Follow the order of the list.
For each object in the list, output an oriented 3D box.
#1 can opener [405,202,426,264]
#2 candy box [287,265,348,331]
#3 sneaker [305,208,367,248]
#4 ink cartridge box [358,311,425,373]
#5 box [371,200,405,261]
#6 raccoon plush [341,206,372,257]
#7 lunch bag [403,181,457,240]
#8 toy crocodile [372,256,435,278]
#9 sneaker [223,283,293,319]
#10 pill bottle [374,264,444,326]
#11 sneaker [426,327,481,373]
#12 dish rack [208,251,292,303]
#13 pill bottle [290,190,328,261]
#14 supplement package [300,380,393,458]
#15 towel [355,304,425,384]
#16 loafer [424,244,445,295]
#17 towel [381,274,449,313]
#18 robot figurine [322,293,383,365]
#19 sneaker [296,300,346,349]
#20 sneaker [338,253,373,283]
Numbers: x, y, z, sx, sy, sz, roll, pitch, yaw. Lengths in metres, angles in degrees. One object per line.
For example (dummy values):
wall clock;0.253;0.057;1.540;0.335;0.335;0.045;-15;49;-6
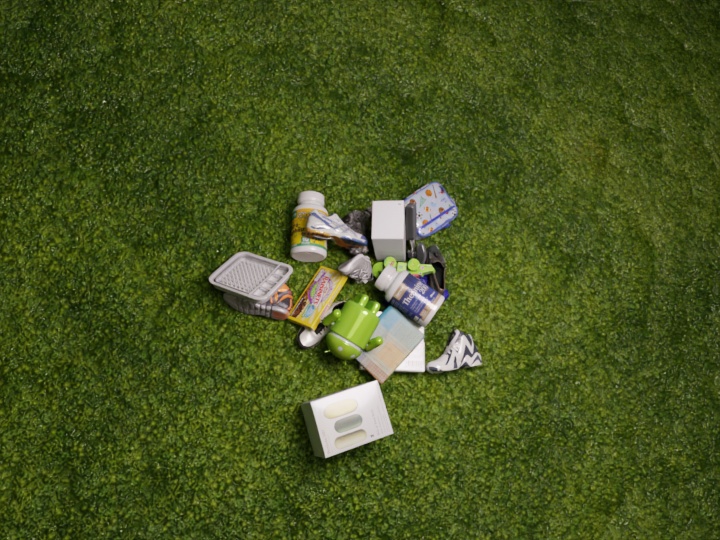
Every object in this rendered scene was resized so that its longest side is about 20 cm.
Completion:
can opener;0.177;-0.118;1.688;0.066;0.053;0.201;-3;106;15
candy box;-0.128;0.080;1.563;0.102;0.026;0.201;17;63;30
sneaker;-0.064;-0.126;1.544;0.199;0.075;0.089;15;68;-26
ink cartridge box;0.098;0.220;1.598;0.198;0.045;0.177;5;73;-9
box;0.091;-0.118;1.618;0.097;0.200;0.125;0;71;6
raccoon plush;0.016;-0.126;1.661;0.199;0.097;0.134;-31;82;-23
lunch bag;0.232;-0.201;1.769;0.199;0.076;0.161;-32;87;-22
toy crocodile;0.136;-0.003;1.644;0.199;0.068;0.062;4;78;12
sneaker;-0.294;0.070;1.527;0.199;0.078;0.113;17;56;-8
pill bottle;0.145;0.071;1.577;0.199;0.111;0.111;35;66;8
sneaker;0.284;0.249;1.641;0.198;0.080;0.130;-6;74;-19
dish rack;-0.311;0.024;1.489;0.199;0.044;0.172;18;41;19
pill bottle;-0.157;-0.137;1.605;0.112;0.113;0.201;6;72;-15
supplement package;-0.042;0.412;1.448;0.199;0.151;0.153;-13;78;-20
towel;0.078;0.220;1.561;0.147;0.022;0.200;43;74;4
loafer;0.250;-0.002;1.673;0.071;0.063;0.201;9;58;-15
towel;0.182;0.087;1.675;0.200;0.050;0.148;-41;89;-24
robot figurine;-0.022;0.167;1.491;0.175;0.116;0.201;34;81;-18
sneaker;-0.110;0.154;1.548;0.200;0.080;0.074;-43;91;-22
sneaker;0.000;0.000;1.577;0.074;0.200;0.082;-30;82;21
